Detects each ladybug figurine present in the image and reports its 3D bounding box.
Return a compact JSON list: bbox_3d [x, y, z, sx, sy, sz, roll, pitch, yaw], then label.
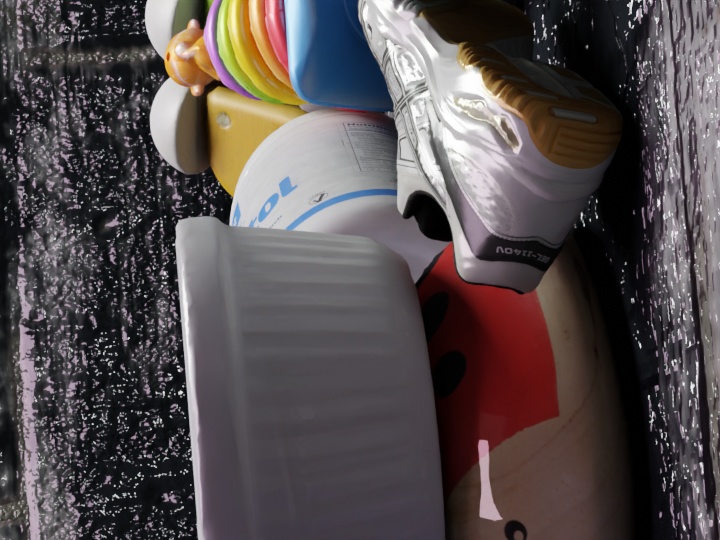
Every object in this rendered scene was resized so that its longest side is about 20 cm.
[{"bbox_3d":[0.061,0.055,0.971,0.201,0.071,0.136,-99,8,-49],"label":"ladybug figurine"}]

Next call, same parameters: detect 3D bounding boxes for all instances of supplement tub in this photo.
[{"bbox_3d":[0.000,0.000,1.265,0.200,0.131,0.133,-112,19,-71],"label":"supplement tub"}]

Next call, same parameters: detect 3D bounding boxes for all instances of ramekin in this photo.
[{"bbox_3d":[-0.022,0.075,0.981,0.202,0.094,0.204,175,90,-85],"label":"ramekin"}]

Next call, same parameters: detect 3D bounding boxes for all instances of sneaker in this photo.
[{"bbox_3d":[0.034,-0.060,0.962,0.200,0.075,0.088,-119,45,-61],"label":"sneaker"}]

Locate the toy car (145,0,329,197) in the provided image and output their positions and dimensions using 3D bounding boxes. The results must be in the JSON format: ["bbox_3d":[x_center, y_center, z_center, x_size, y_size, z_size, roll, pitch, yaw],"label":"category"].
[{"bbox_3d":[-0.055,-0.149,1.767,0.150,0.174,0.201,-45,-36,-45],"label":"toy car"}]

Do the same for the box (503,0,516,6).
[{"bbox_3d":[0.040,-0.192,1.148,0.158,0.049,0.201,-102,10,-58],"label":"box"}]

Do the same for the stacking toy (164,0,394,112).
[{"bbox_3d":[-0.047,-0.132,1.348,0.200,0.109,0.117,-12,81,51],"label":"stacking toy"}]
